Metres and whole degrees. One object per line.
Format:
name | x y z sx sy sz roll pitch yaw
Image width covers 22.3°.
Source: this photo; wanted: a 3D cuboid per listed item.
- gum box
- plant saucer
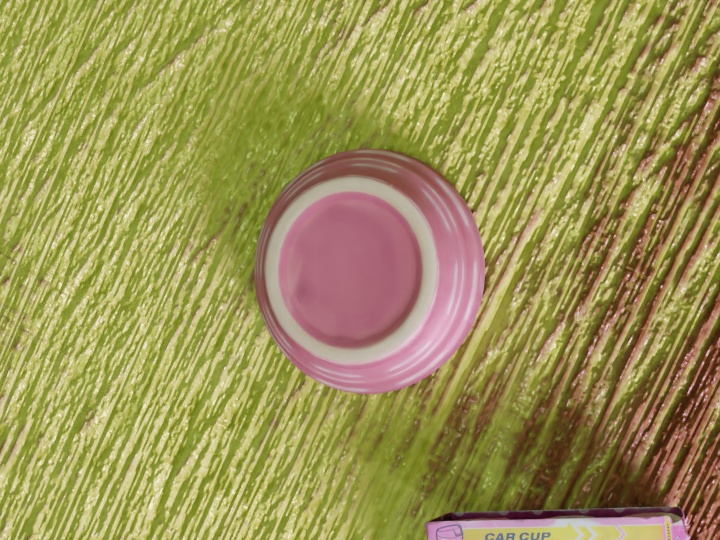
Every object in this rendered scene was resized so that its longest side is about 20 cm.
gum box | 0.156 0.244 1.408 0.199 0.066 0.114 -4 89 21
plant saucer | 0.000 0.000 1.485 0.200 0.051 0.202 0 89 21
